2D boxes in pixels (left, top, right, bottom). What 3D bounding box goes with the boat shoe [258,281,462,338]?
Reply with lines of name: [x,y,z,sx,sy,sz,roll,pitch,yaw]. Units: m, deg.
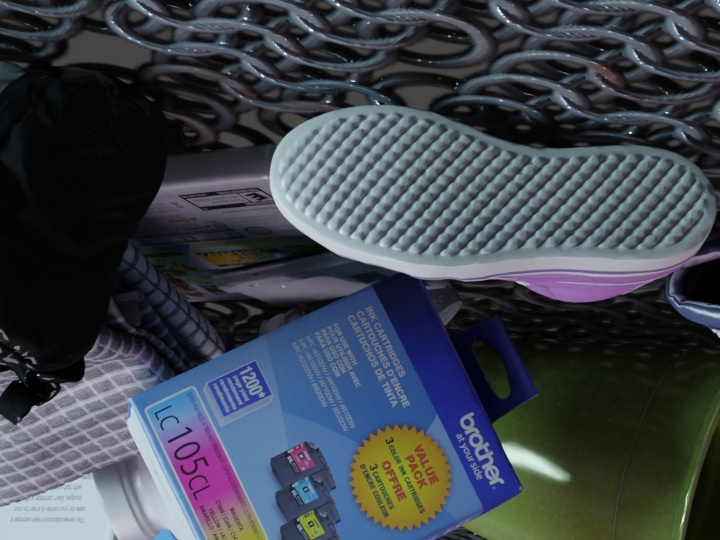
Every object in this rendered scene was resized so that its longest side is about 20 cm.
boat shoe: [-0.036,0.054,1.107,0.200,0.067,0.074,-36,168,2]

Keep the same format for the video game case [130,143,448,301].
video game case: [-0.079,-0.022,1.045,0.200,0.022,0.182,-4,160,33]

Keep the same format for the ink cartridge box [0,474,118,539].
ink cartridge box: [-0.193,0.158,1.381,0.145,0.200,0.084,-7,157,42]

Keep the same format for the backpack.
backpack: [-0.202,-0.026,0.898,0.200,0.167,0.127,-3,141,41]

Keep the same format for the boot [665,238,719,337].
boot: [0.253,0.017,0.920,0.200,0.073,0.090,-4,165,38]

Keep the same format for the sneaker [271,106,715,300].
sneaker: [0.055,-0.019,0.881,0.200,0.073,0.114,9,166,-4]

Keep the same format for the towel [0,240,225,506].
towel: [-0.192,0.059,1.043,0.200,0.086,0.166,-16,145,15]

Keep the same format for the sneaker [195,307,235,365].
sneaker: [-0.136,0.033,1.192,0.114,0.073,0.200,1,170,-6]

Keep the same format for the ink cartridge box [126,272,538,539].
ink cartridge box: [-0.007,0.090,0.996,0.200,0.137,0.076,-25,173,-15]

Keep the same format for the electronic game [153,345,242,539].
electronic game: [-0.067,0.141,1.268,0.199,0.200,0.042,6,153,8]

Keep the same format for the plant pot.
plant pot: [0.148,0.117,1.162,0.190,0.200,0.200,14,168,29]

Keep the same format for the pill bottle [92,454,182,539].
pill bottle: [-0.068,0.110,1.197,0.200,0.111,0.111,-21,160,2]

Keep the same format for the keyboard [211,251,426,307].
keyboard: [0.000,0.000,1.031,0.056,0.011,0.200,15,163,-40]
